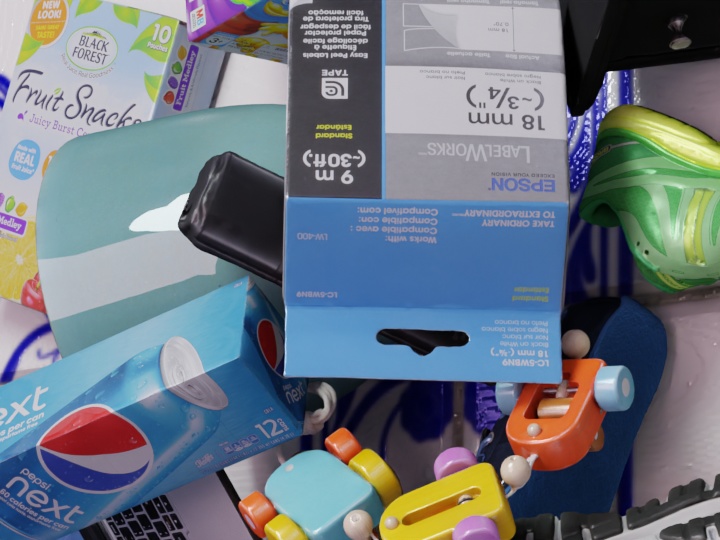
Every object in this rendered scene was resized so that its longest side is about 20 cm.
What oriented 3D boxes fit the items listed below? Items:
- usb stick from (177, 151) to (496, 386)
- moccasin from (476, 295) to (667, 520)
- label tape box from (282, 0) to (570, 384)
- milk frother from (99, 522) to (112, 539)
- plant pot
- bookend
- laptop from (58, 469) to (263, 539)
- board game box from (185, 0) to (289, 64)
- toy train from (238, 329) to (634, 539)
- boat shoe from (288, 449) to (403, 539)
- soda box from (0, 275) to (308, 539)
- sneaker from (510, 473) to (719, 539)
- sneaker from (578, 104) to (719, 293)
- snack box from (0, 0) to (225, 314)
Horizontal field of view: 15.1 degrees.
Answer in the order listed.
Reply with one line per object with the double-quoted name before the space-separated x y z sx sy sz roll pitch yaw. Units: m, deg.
"usb stick" 0.000 0.000 1.421 0.033 0.200 0.056 -32 35 65
"moccasin" 0.097 0.106 1.431 0.200 0.080 0.068 -56 30 -14
"label tape box" 0.033 -0.045 1.371 0.144 0.063 0.200 1 57 -2
"milk frother" -0.210 0.204 1.590 0.180 0.200 0.189 20 93 39
"plant pot" -0.061 -0.004 1.522 0.161 0.200 0.201 -17 68 22
"bookend" 0.205 -0.172 1.375 0.200 0.198 0.092 102 159 -67
"laptop" -0.134 0.214 1.492 0.200 0.116 0.188 -15 108 48
"board game box" -0.005 -0.201 1.547 0.200 0.103 0.105 -24 64 48
"toy train" 0.040 0.103 1.371 0.200 0.056 0.150 -7 37 28
"boat shoe" -0.009 0.193 1.421 0.071 0.064 0.201 -24 65 35
"soda box" -0.127 0.080 1.429 0.200 0.064 0.068 -25 34 22
"sneaker" 0.130 0.168 1.346 0.199 0.091 0.078 -13 25 10
"sneaker" 0.188 -0.020 1.387 0.200 0.074 0.084 32 99 50
"snack box" -0.173 -0.069 1.721 0.142 0.053 0.201 18 91 41
